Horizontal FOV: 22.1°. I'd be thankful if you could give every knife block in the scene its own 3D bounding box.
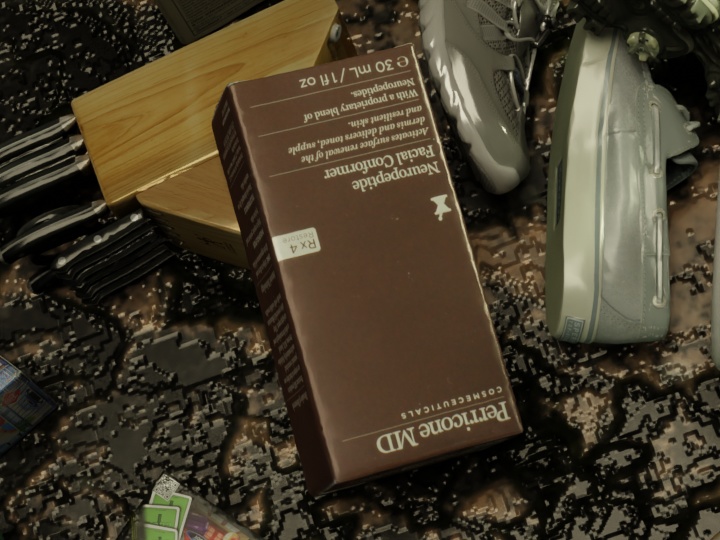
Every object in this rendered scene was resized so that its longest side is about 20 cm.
[{"bbox_3d":[-0.114,-0.074,1.000,0.174,0.064,0.201,18,74,16],"label":"knife block"}]

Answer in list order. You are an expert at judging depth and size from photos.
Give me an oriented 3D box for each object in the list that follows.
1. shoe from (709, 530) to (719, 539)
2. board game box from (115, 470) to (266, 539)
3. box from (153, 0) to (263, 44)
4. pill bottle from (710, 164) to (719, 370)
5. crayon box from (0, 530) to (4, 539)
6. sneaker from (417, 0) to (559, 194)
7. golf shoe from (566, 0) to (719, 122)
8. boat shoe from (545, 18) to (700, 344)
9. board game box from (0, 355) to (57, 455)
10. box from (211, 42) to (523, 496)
[{"bbox_3d":[0.225,0.120,0.860,0.199,0.053,0.070,-33,66,-2],"label":"shoe"},{"bbox_3d":[-0.048,0.194,0.906,0.199,0.023,0.105,30,80,21],"label":"board game box"},{"bbox_3d":[-0.100,-0.214,0.976,0.095,0.200,0.078,-30,66,-1],"label":"box"},{"bbox_3d":[0.267,-0.002,0.864,0.198,0.116,0.117,3,70,13],"label":"pill bottle"},{"bbox_3d":[-0.260,0.191,0.895,0.199,0.051,0.128,-20,91,-6],"label":"crayon box"},{"bbox_3d":[0.074,-0.138,0.979,0.081,0.075,0.202,-10,67,9],"label":"sneaker"},{"bbox_3d":[0.199,-0.119,0.918,0.200,0.077,0.088,38,59,-11],"label":"golf shoe"},{"bbox_3d":[0.136,-0.056,0.947,0.071,0.070,0.202,8,70,-4],"label":"boat shoe"},{"bbox_3d":[-0.301,0.091,0.977,0.199,0.062,0.200,32,78,21],"label":"board game box"},{"bbox_3d":[0.000,0.000,0.906,0.099,0.075,0.202,-14,83,-14],"label":"box"}]
